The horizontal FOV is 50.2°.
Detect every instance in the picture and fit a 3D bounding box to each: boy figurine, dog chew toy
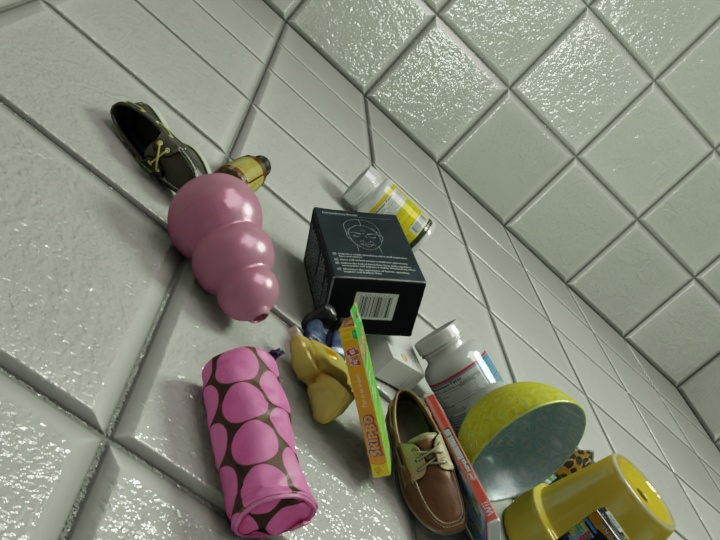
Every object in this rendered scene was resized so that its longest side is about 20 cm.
[{"bbox_3d":[-0.047,0.121,1.013,0.124,0.064,0.200,43,16,-19],"label":"boy figurine"},{"bbox_3d":[-0.167,-0.024,0.979,0.124,0.124,0.201,13,44,-58],"label":"dog chew toy"}]

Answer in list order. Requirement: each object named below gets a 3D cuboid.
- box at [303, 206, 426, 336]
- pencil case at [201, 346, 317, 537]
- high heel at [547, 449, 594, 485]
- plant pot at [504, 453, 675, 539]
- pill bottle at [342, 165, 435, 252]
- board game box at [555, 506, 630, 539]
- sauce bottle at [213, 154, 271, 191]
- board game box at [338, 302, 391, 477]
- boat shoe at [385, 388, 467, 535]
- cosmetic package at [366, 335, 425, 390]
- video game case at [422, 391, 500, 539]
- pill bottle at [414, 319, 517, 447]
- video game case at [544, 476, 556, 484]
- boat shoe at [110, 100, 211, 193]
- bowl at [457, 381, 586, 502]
[{"bbox_3d":[0.000,0.000,1.214,0.147,0.108,0.201,4,34,-16],"label":"box"},{"bbox_3d":[-0.099,0.168,0.765,0.094,0.090,0.201,48,15,-42],"label":"pencil case"},{"bbox_3d":[0.285,0.280,1.278,0.201,0.143,0.071,53,20,22],"label":"high heel"},{"bbox_3d":[0.346,0.379,1.130,0.200,0.189,0.201,40,19,-17],"label":"plant pot"},{"bbox_3d":[0.063,-0.132,1.717,0.200,0.114,0.114,43,18,-9],"label":"pill bottle"},{"bbox_3d":[0.299,0.428,0.954,0.057,0.165,0.201,20,30,-56],"label":"board game box"},{"bbox_3d":[-0.193,-0.157,1.284,0.066,0.066,0.200,44,16,-4],"label":"sauce bottle"},{"bbox_3d":[0.006,0.144,0.954,0.096,0.030,0.203,-50,130,-85],"label":"board game box"},{"bbox_3d":[0.078,0.238,0.978,0.072,0.075,0.201,87,-19,-46],"label":"boat shoe"},{"bbox_3d":[0.035,0.101,1.258,0.082,0.051,0.201,30,23,-37],"label":"cosmetic package"},{"bbox_3d":[0.133,0.279,1.020,0.144,0.017,0.201,80,-13,-46],"label":"video game case"},{"bbox_3d":[0.171,0.185,1.230,0.201,0.108,0.109,59,19,3],"label":"pill bottle"},{"bbox_3d":[0.334,0.342,1.451,0.182,0.022,0.201,38,20,-24],"label":"video game case"},{"bbox_3d":[-0.287,-0.169,1.098,0.201,0.072,0.060,46,21,23],"label":"boat shoe"},{"bbox_3d":[0.212,0.225,1.109,0.199,0.200,0.108,29,19,-41],"label":"bowl"}]
